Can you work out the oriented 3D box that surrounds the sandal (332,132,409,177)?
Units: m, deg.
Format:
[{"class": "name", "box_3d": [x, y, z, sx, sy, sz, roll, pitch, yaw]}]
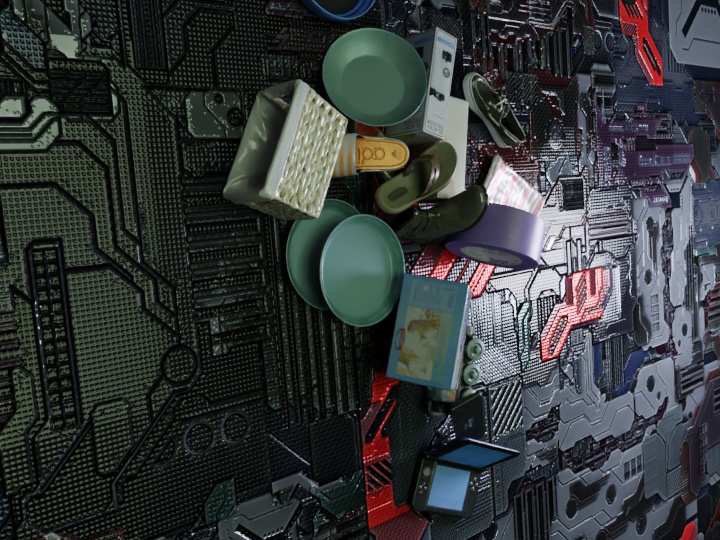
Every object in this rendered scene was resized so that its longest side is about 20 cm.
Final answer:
[{"class": "sandal", "box_3d": [-0.005, -0.212, 1.187, 0.202, 0.059, 0.081, -6, 96, -11]}]

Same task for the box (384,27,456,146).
[{"class": "box", "box_3d": [0.116, -0.352, 1.280, 0.059, 0.116, 0.205, 11, 86, -39]}]

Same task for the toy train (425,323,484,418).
[{"class": "toy train", "box_3d": [0.191, 0.211, 1.384, 0.112, 0.085, 0.205, 7, 90, -24]}]

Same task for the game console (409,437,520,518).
[{"class": "game console", "box_3d": [0.222, 0.440, 1.387, 0.198, 0.117, 0.174, 22, 78, -35]}]

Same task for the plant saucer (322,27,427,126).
[{"class": "plant saucer", "box_3d": [0.024, -0.352, 1.223, 0.196, 0.039, 0.205, 3, 73, -9]}]

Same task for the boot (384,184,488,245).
[{"class": "boot", "box_3d": [0.141, -0.103, 1.265, 0.129, 0.199, 0.069, 4, 63, -41]}]

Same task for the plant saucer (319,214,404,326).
[{"class": "plant saucer", "box_3d": [0.000, 0.000, 1.217, 0.197, 0.027, 0.205, -1, 91, -37]}]

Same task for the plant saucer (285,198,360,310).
[{"class": "plant saucer", "box_3d": [-0.058, -0.029, 1.213, 0.197, 0.027, 0.205, -2, 93, -37]}]

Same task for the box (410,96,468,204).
[{"class": "box", "box_3d": [0.158, -0.241, 1.332, 0.077, 0.094, 0.205, 3, 88, -36]}]

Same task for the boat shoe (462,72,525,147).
[{"class": "boat shoe", "box_3d": [0.300, -0.358, 1.454, 0.200, 0.063, 0.071, 45, 66, -29]}]

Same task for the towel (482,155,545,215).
[{"class": "towel", "box_3d": [0.349, -0.154, 1.521, 0.199, 0.030, 0.149, 32, 72, -34]}]

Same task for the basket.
[{"class": "basket", "box_3d": [-0.122, -0.190, 1.095, 0.122, 0.134, 0.204, 26, 76, -39]}]

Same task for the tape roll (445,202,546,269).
[{"class": "tape roll", "box_3d": [0.279, -0.070, 1.363, 0.198, 0.198, 0.087, 19, 81, -36]}]

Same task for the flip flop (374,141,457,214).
[{"class": "flip flop", "box_3d": [0.110, -0.176, 1.224, 0.198, 0.058, 0.082, -34, 79, -23]}]

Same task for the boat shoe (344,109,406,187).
[{"class": "boat shoe", "box_3d": [0.039, -0.222, 1.259, 0.071, 0.062, 0.202, -42, 114, -26]}]

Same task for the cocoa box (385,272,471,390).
[{"class": "cocoa box", "box_3d": [0.135, 0.120, 1.272, 0.131, 0.131, 0.204, 36, 64, -75]}]

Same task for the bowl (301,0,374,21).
[{"class": "bowl", "box_3d": [-0.051, -0.556, 1.193, 0.198, 0.039, 0.205, -2, 93, -38]}]

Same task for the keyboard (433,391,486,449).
[{"class": "keyboard", "box_3d": [0.204, 0.323, 1.373, 0.125, 0.021, 0.202, -27, 140, -8]}]
